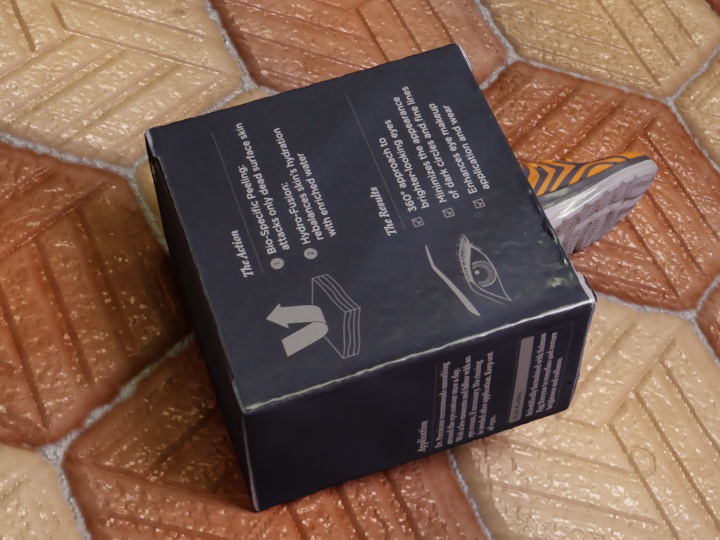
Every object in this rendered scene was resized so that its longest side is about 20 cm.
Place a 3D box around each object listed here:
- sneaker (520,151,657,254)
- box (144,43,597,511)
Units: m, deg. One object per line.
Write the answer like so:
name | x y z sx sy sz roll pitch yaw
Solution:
sneaker | 0.108 -0.064 0.974 0.198 0.078 0.112 -22 62 -34
box | 0.000 0.000 0.819 0.197 0.118 0.198 -16 56 -11
